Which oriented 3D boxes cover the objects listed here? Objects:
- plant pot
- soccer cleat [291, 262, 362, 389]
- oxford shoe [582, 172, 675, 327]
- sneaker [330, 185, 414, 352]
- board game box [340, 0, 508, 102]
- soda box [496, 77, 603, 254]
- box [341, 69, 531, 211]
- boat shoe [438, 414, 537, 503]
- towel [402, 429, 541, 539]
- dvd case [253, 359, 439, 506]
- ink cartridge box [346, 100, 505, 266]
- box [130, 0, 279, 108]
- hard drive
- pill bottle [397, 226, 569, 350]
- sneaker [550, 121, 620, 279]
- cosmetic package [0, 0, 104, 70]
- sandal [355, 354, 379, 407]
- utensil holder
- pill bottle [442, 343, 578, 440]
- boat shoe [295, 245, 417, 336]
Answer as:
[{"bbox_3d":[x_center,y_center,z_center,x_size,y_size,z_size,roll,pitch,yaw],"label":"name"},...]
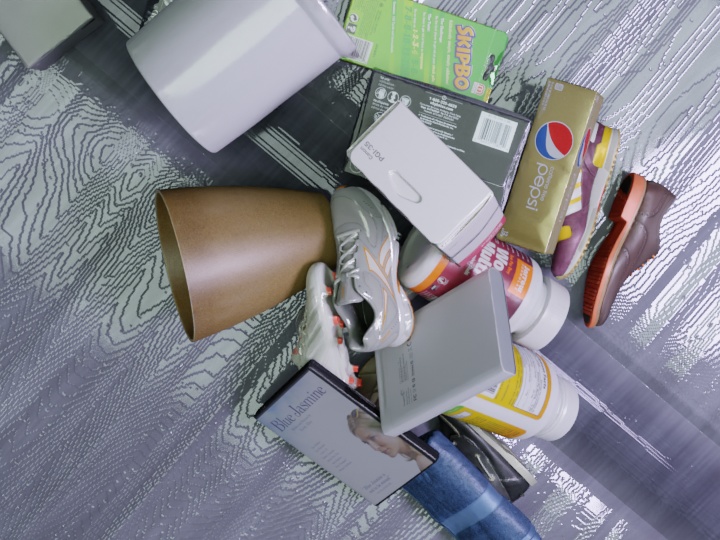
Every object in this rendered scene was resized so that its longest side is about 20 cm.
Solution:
[{"bbox_3d":[-0.130,-0.026,1.510,0.199,0.186,0.187,-13,97,-14],"label":"plant pot"},{"bbox_3d":[-0.051,0.083,1.506,0.077,0.069,0.201,-2,119,15],"label":"soccer cleat"},{"bbox_3d":[0.335,-0.017,1.557,0.072,0.071,0.201,19,96,-7],"label":"oxford shoe"},{"bbox_3d":[0.000,0.000,1.451,0.076,0.092,0.201,-16,93,38],"label":"sneaker"},{"bbox_3d":[0.076,-0.278,1.544,0.199,0.030,0.096,18,97,0],"label":"board game box"},{"bbox_3d":[0.226,-0.122,1.485,0.064,0.068,0.201,19,96,17],"label":"soda box"},{"bbox_3d":[0.089,-0.153,1.516,0.199,0.115,0.133,18,95,-3],"label":"box"},{"bbox_3d":[0.136,0.219,1.582,0.068,0.072,0.200,-43,98,5],"label":"boat shoe"},{"bbox_3d":[0.129,0.294,1.574,0.200,0.112,0.049,46,50,-2],"label":"towel"},{"bbox_3d":[-0.019,0.203,1.539,0.200,0.018,0.143,37,134,-9],"label":"dvd case"},{"bbox_3d":[0.076,-0.088,1.350,0.083,0.200,0.147,-45,79,3],"label":"ink cartridge box"},{"bbox_3d":[-0.155,-0.317,1.500,0.181,0.104,0.201,18,96,-1],"label":"box"},{"bbox_3d":[0.094,0.097,1.448,0.027,0.132,0.200,20,142,-36],"label":"hard drive"},{"bbox_3d":[0.151,0.013,1.523,0.200,0.110,0.110,29,96,-19],"label":"pill bottle"},{"bbox_3d":[0.255,-0.091,1.551,0.090,0.075,0.201,18,90,6],"label":"sneaker"},{"bbox_3d":[-0.413,-0.351,1.506,0.107,0.090,0.200,-35,99,4],"label":"cosmetic package"},{"bbox_3d":[0.020,0.178,1.591,0.080,0.054,0.201,23,111,3],"label":"sandal"},{"bbox_3d":[-0.133,-0.252,1.374,0.200,0.170,0.170,-36,96,7],"label":"utensil holder"},{"bbox_3d":[0.171,0.142,1.524,0.200,0.111,0.111,24,97,-34],"label":"pill bottle"},{"bbox_3d":[0.009,0.035,1.560,0.200,0.069,0.071,-33,93,2],"label":"boat shoe"}]
